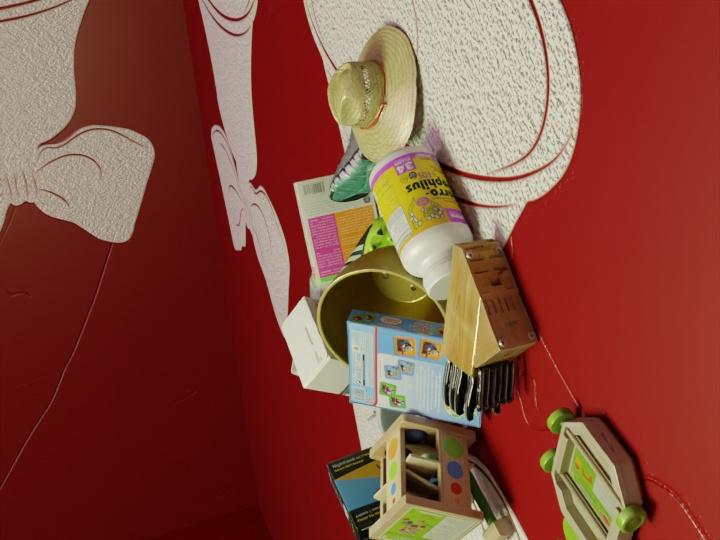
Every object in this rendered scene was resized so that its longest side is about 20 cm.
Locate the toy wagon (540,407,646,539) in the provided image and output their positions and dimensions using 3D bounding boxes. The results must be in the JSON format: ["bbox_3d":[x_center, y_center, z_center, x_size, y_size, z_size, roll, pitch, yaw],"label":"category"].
[{"bbox_3d":[0.258,0.259,1.020,0.156,0.039,0.202,-120,23,-47],"label":"toy wagon"}]

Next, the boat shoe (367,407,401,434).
[{"bbox_3d":[0.057,0.255,1.552,0.086,0.074,0.203,34,158,47],"label":"boat shoe"}]

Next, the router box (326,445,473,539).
[{"bbox_3d":[0.062,0.342,1.450,0.149,0.197,0.052,-126,23,-52],"label":"router box"}]

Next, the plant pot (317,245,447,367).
[{"bbox_3d":[0.050,0.043,1.339,0.143,0.197,0.202,-65,-20,-52],"label":"plant pot"}]

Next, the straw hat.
[{"bbox_3d":[-0.002,-0.260,1.327,0.200,0.084,0.205,9,100,58],"label":"straw hat"}]

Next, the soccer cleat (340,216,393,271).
[{"bbox_3d":[0.000,0.000,1.522,0.201,0.067,0.081,-57,16,9],"label":"soccer cleat"}]

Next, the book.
[{"bbox_3d":[-0.032,-0.067,1.580,0.048,0.132,0.203,-173,72,-77],"label":"book"}]

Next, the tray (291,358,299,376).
[{"bbox_3d":[-0.033,0.190,1.723,0.108,0.197,0.022,104,-179,-56],"label":"tray"}]

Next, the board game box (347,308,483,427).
[{"bbox_3d":[0.081,0.139,1.281,0.037,0.197,0.153,-61,-25,-52],"label":"board game box"}]

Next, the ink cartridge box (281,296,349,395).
[{"bbox_3d":[-0.024,0.140,1.576,0.084,0.198,0.146,-50,45,26],"label":"ink cartridge box"}]

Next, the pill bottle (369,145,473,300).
[{"bbox_3d":[0.090,-0.064,1.230,0.105,0.103,0.202,104,148,-57],"label":"pill bottle"}]

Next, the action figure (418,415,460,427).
[{"bbox_3d":[0.099,0.193,1.412,0.065,0.098,0.203,-175,71,-74],"label":"action figure"}]

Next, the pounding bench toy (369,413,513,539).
[{"bbox_3d":[0.125,0.314,1.329,0.125,0.197,0.158,125,155,-45],"label":"pounding bench toy"}]

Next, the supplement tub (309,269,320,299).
[{"bbox_3d":[-0.036,0.082,1.723,0.123,0.121,0.202,-122,24,-47],"label":"supplement tub"}]

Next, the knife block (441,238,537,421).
[{"bbox_3d":[0.144,0.084,1.164,0.176,0.063,0.203,-45,58,54],"label":"knife block"}]

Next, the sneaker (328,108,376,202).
[{"bbox_3d":[0.002,-0.192,1.492,0.200,0.073,0.089,-46,46,52],"label":"sneaker"}]
